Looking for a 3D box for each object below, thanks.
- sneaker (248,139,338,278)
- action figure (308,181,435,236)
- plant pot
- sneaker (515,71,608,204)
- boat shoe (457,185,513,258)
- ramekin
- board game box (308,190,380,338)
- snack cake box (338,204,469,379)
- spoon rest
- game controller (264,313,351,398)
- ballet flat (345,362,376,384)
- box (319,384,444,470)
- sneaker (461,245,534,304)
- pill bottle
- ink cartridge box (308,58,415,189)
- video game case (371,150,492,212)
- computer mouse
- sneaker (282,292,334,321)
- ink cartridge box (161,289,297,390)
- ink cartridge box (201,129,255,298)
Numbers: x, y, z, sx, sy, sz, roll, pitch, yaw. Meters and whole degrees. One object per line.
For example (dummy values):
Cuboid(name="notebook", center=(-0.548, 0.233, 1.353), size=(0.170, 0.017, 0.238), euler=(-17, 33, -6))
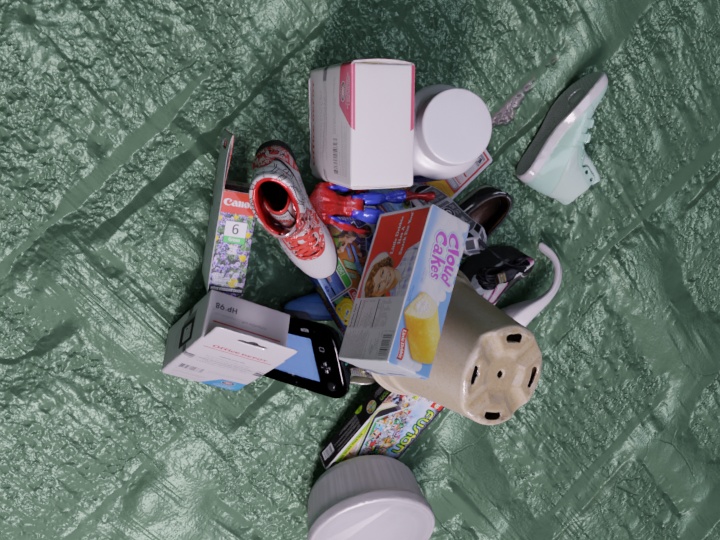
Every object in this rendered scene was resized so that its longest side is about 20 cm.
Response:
Cuboid(name="sneaker", center=(-0.083, -0.051, 0.928), size=(0.066, 0.108, 0.203), euler=(-16, 120, 8))
Cuboid(name="action figure", center=(0.002, -0.085, 1.018), size=(0.197, 0.052, 0.066), euler=(3, 82, -16))
Cuboid(name="plant pot", center=(0.133, 0.107, 1.007), size=(0.198, 0.183, 0.203), euler=(-10, 110, -29))
Cuboid(name="sneaker", center=(0.343, -0.202, 1.177), size=(0.117, 0.074, 0.201), euler=(30, 102, -20))
Cuboid(name="boat shoe", center=(0.149, -0.050, 1.146), size=(0.200, 0.068, 0.072), euler=(-44, 118, -4))
Cuboid(name="ramekin", center=(0.008, 0.369, 1.157), size=(0.200, 0.095, 0.204), euler=(-9, 133, -10))
Cuboid(name="board game box", center=(0.000, 0.000, 1.059), size=(0.135, 0.034, 0.202), euler=(-32, 100, -19))
Cuboid(name="snack cake box", center=(0.053, 0.027, 0.936), size=(0.067, 0.115, 0.202), euler=(24, 75, -28))
Cuboid(name="spoon rest", center=(0.268, 0.056, 1.220), size=(0.201, 0.060, 0.099), euler=(-61, 154, 0))
Cuboid(name="game controller", center=(-0.091, 0.110, 1.024), size=(0.042, 0.199, 0.105), euler=(-37, 119, -36))
Cuboid(name="ballet flat", center=(-0.023, 0.140, 1.130), size=(0.198, 0.072, 0.073), euler=(8, 102, -24))
Cuboid(name="box", center=(0.039, 0.240, 1.162), size=(0.109, 0.035, 0.201), euler=(28, 109, -35))
Cuboid(name="sneaker", center=(0.185, 0.037, 1.191), size=(0.198, 0.080, 0.087), euler=(-28, 131, -9))
Cuboid(name="pill bottle", center=(0.095, -0.178, 0.988), size=(0.118, 0.200, 0.121), euler=(-1, 95, -12))
Cuboid(name="ink cartridge box", center=(-0.004, -0.187, 0.959), size=(0.082, 0.200, 0.149), euler=(-4, 102, -17))
Cuboid(name="video game case", center=(0.089, -0.151, 1.118), size=(0.200, 0.017, 0.143), euler=(-44, 116, -6))
Cuboid(name="computer mouse", center=(0.145, -0.048, 1.087), size=(0.109, 0.200, 0.044), euler=(-29, 155, -46))
Cuboid(name="sneaker", center=(-0.021, 0.033, 1.104), size=(0.198, 0.066, 0.080), euler=(-4, 93, -21))
Cuboid(name="ink cartridge box", center=(-0.169, 0.090, 0.979), size=(0.115, 0.200, 0.067), euler=(20, 58, -26))
Cuboid(name="ink cartridge box", center=(-0.166, -0.076, 0.979), size=(0.050, 0.109, 0.203), euler=(8, 102, -18))
